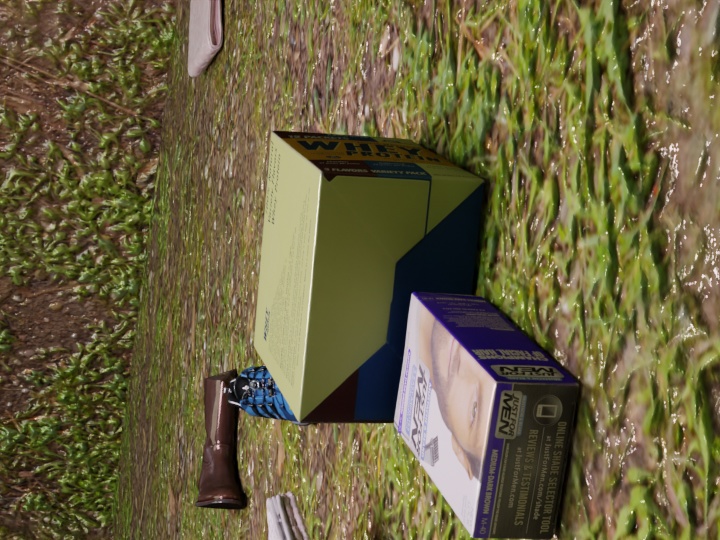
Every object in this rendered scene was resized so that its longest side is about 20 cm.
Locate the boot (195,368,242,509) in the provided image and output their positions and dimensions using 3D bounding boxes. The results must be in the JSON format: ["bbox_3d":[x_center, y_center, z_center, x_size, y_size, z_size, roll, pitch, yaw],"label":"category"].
[{"bbox_3d":[-0.199,0.239,2.047,0.186,0.063,0.203,163,114,-72],"label":"boot"}]

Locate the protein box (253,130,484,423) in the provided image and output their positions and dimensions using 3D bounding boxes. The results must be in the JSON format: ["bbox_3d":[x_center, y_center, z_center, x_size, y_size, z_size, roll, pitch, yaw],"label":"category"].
[{"bbox_3d":[0.000,0.000,1.185,0.200,0.133,0.201,-136,50,-70],"label":"protein box"}]

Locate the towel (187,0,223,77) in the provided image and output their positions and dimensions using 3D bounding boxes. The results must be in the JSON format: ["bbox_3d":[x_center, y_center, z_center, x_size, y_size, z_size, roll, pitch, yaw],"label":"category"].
[{"bbox_3d":[-0.265,-0.448,2.461,0.200,0.032,0.194,157,116,-73],"label":"towel"}]

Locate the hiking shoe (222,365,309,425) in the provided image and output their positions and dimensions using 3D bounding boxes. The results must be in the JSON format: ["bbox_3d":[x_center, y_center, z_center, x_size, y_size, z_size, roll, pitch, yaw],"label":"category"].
[{"bbox_3d":[-0.100,0.142,1.624,0.200,0.086,0.075,141,130,-70],"label":"hiking shoe"}]

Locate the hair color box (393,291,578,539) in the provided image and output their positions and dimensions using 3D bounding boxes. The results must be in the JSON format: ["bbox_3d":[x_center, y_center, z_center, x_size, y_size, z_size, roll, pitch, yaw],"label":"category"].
[{"bbox_3d":[0.082,0.096,1.001,0.200,0.064,0.111,-135,50,-68],"label":"hair color box"}]

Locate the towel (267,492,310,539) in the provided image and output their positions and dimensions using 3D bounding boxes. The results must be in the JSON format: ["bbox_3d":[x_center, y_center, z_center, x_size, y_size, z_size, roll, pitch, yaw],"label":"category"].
[{"bbox_3d":[-0.066,0.328,1.274,0.200,0.032,0.193,-122,36,-67],"label":"towel"}]
